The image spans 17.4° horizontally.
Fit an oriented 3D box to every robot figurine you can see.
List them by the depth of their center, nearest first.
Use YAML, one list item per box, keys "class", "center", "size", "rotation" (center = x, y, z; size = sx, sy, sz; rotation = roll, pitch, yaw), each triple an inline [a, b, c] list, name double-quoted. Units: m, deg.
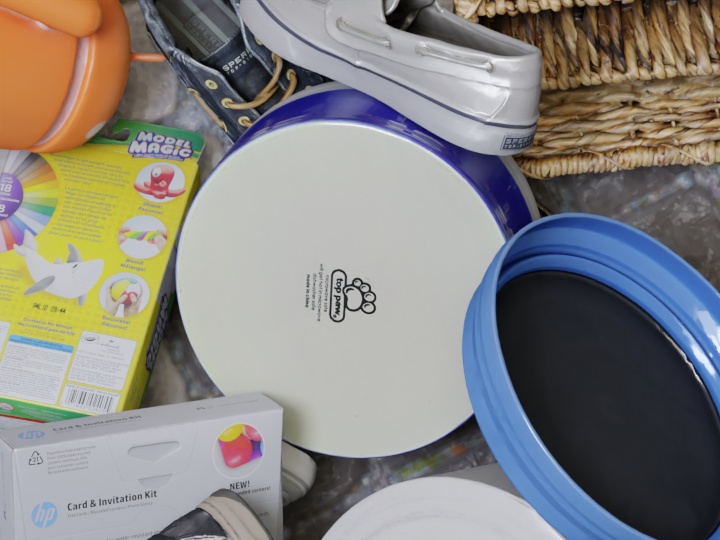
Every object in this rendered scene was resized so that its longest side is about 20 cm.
- class: "robot figurine"
  center: [-0.212, -0.127, 1.321]
  size: [0.144, 0.199, 0.117]
  rotation: [-60, 42, 28]

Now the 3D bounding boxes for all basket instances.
- class: "basket"
  center: [0.150, -0.151, 1.312]
  size: [0.198, 0.143, 0.150]
  rotation: [-3, 65, 3]

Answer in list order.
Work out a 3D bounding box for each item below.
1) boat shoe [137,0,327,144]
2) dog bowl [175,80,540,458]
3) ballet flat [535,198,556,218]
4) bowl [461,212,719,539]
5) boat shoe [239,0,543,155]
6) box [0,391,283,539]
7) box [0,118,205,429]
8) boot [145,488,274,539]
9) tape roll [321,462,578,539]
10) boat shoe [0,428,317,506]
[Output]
- class: "boat shoe"
  center: [-0.057, -0.100, 1.369]
  size: [0.200, 0.091, 0.071]
  rotation: [44, 88, 8]
- class: "dog bowl"
  center: [0.000, 0.000, 1.315]
  size: [0.198, 0.079, 0.202]
  rotation: [5, 111, 13]
- class: "ballet flat"
  center: [0.092, -0.013, 1.353]
  size: [0.199, 0.046, 0.068]
  rotation: [34, 83, -1]
- class: "bowl"
  center: [0.137, 0.065, 1.218]
  size: [0.201, 0.200, 0.039]
  rotation: [55, 132, 9]
- class: "boat shoe"
  center: [0.017, -0.131, 1.278]
  size: [0.200, 0.072, 0.066]
  rotation: [34, 124, 34]
- class: "box"
  center: [-0.117, 0.176, 1.278]
  size: [0.155, 0.041, 0.202]
  rotation: [-7, 106, -25]
- class: "box"
  center: [-0.164, -0.001, 1.361]
  size: [0.116, 0.048, 0.201]
  rotation: [11, 62, 8]
- class: "boot"
  center: [-0.082, 0.218, 1.185]
  size: [0.150, 0.073, 0.201]
  rotation: [-22, 63, -22]
- class: "tape roll"
  center: [0.080, 0.204, 1.256]
  size: [0.201, 0.139, 0.205]
  rotation: [1, 93, 33]
- class: "boat shoe"
  center: [-0.126, 0.119, 1.349]
  size: [0.198, 0.072, 0.069]
  rotation: [10, 66, 6]
